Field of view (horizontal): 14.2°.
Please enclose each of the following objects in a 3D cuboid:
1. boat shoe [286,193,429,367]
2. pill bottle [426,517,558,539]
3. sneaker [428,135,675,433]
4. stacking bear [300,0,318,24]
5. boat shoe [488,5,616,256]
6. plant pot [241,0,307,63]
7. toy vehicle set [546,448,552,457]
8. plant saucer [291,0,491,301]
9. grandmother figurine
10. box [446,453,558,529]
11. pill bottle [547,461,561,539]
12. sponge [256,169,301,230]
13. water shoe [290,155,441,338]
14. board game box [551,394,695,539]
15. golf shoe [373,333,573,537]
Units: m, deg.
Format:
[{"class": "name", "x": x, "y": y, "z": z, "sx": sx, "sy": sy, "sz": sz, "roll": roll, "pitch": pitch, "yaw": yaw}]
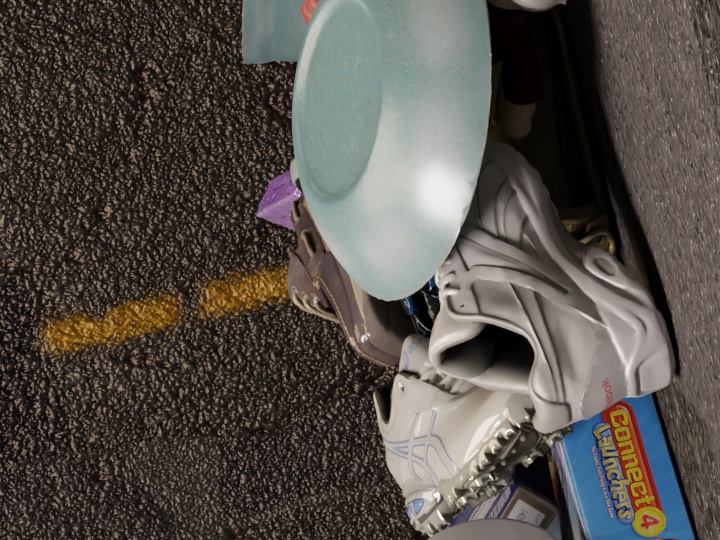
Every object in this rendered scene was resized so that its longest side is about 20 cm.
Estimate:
[{"class": "boat shoe", "x": 0.000, "y": 0.000, "z": 1.676, "sx": 0.074, "sy": 0.073, "sz": 0.200, "roll": 30, "pitch": -155, "yaw": -22}, {"class": "pill bottle", "x": 0.080, "y": 0.236, "z": 1.543, "sx": 0.114, "sy": 0.113, "sz": 0.201, "roll": -105, "pitch": 2, "yaw": -53}, {"class": "sneaker", "x": 0.064, "y": 0.005, "z": 1.443, "sx": 0.200, "sy": 0.099, "sz": 0.078, "roll": 44, "pitch": 156, "yaw": 40}, {"class": "stacking bear", "x": 0.063, "y": -0.091, "z": 1.765, "sx": 0.201, "sy": 0.121, "sz": 0.114, "roll": 67, "pitch": -168, "yaw": 18}, {"class": "boat shoe", "x": 0.097, "y": -0.048, "z": 1.538, "sx": 0.063, "sy": 0.073, "sz": 0.202, "roll": 146, "pitch": 120, "yaw": -62}, {"class": "plant pot", "x": -0.001, "y": -0.229, "z": 1.882, "sx": 0.200, "sy": 0.133, "sz": 0.201, "roll": 5, "pitch": -90, "yaw": -89}, {"class": "toy vehicle set", "x": 0.072, "y": 0.053, "z": 1.794, "sx": 0.200, "sy": 0.027, "sz": 0.124, "roll": 40, "pitch": -176, "yaw": -19}, {"class": "plant saucer", "x": 0.004, "y": -0.086, "z": 1.462, "sx": 0.201, "sy": 0.039, "sz": 0.202, "roll": -176, "pitch": 90, "yaw": -65}, {"class": "grandmother figurine", "x": 0.056, "y": -0.123, "z": 1.469, "sx": 0.122, "sy": 0.060, "sz": 0.200, "roll": 54, "pitch": 151, "yaw": 8}, {"class": "box", "x": 0.070, "y": 0.163, "z": 1.687, "sx": 0.121, "sy": 0.032, "sz": 0.200, "roll": -59, "pitch": 4, "yaw": 7}, {"class": "pill bottle", "x": 0.134, "y": 0.231, "z": 1.827, "sx": 0.109, "sy": 0.108, "sz": 0.201, "roll": 79, "pitch": 177, "yaw": -61}, {"class": "sponge", "x": 0.003, "y": -0.036, "z": 1.883, "sx": 0.200, "sy": 0.111, "sz": 0.030, "roll": 159, "pitch": 133, "yaw": -77}, {"class": "water shoe", "x": 0.046, "y": -0.001, "z": 1.577, "sx": 0.079, "sy": 0.199, "sz": 0.072, "roll": -66, "pitch": 6, "yaw": -19}, {"class": "board game box", "x": 0.154, "y": 0.185, "z": 1.579, "sx": 0.200, "sy": 0.056, "sz": 0.197, "roll": 79, "pitch": 178, "yaw": -60}, {"class": "golf shoe", "x": 0.049, "y": 0.075, "z": 1.530, "sx": 0.097, "sy": 0.078, "sz": 0.200, "roll": 59, "pitch": 155, "yaw": 7}]
